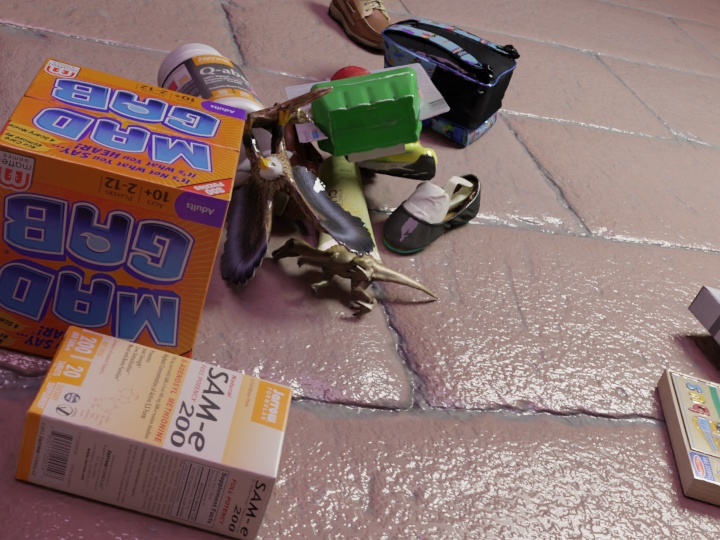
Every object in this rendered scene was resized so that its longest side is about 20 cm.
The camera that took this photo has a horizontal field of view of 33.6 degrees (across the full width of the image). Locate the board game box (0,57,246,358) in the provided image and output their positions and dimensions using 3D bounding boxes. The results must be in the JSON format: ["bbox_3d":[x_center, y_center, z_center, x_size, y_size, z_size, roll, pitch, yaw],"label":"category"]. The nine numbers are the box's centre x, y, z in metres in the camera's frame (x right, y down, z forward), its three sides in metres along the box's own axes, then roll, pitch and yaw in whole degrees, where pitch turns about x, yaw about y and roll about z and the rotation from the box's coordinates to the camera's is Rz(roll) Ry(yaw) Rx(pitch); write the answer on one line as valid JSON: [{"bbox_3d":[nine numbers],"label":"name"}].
[{"bbox_3d":[-0.230,-0.048,1.110,0.198,0.201,0.200,13,29,-9],"label":"board game box"}]

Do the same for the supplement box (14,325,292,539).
[{"bbox_3d":[-0.163,0.130,0.972,0.198,0.074,0.126,16,29,-6],"label":"supplement box"}]

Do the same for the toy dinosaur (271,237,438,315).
[{"bbox_3d":[0.000,0.000,1.313,0.198,0.059,0.101,16,27,-5],"label":"toy dinosaur"}]

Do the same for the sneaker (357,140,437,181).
[{"bbox_3d":[0.038,-0.167,1.529,0.078,0.091,0.200,9,7,-29],"label":"sneaker"}]

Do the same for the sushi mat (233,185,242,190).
[{"bbox_3d":[-0.177,-0.124,1.470,0.199,0.012,0.096,2,34,-28],"label":"sushi mat"}]

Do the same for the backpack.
[{"bbox_3d":[0.120,-0.300,1.822,0.199,0.135,0.183,25,29,11],"label":"backpack"}]

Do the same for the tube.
[{"bbox_3d":[-0.018,-0.072,1.440,0.058,0.052,0.201,-25,33,14],"label":"tube"}]

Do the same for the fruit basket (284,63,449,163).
[{"bbox_3d":[0.004,-0.206,1.483,0.184,0.094,0.200,-11,22,-5],"label":"fruit basket"}]

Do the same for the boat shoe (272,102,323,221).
[{"bbox_3d":[-0.084,-0.128,1.458,0.067,0.072,0.201,14,41,-19],"label":"boat shoe"}]

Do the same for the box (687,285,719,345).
[{"bbox_3d":[0.505,0.105,1.423,0.155,0.041,0.200,15,26,-30],"label":"box"}]

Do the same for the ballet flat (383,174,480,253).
[{"bbox_3d":[0.093,-0.083,1.500,0.068,0.069,0.200,31,31,19],"label":"ballet flat"}]

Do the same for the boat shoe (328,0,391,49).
[{"bbox_3d":[0.007,-0.449,2.079,0.075,0.074,0.200,-4,36,-35],"label":"boat shoe"}]

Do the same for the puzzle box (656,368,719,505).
[{"bbox_3d":[0.391,0.184,1.260,0.132,0.026,0.200,16,29,-4],"label":"puzzle box"}]

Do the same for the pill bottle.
[{"bbox_3d":[-0.182,-0.195,1.456,0.115,0.117,0.200,3,32,-26],"label":"pill bottle"}]

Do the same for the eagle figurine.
[{"bbox_3d":[-0.087,-0.084,1.293,0.150,0.151,0.202,-3,74,-52],"label":"eagle figurine"}]
